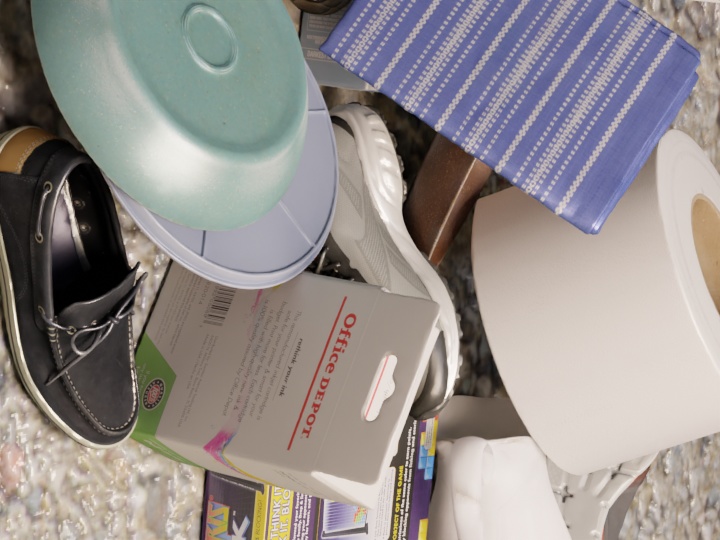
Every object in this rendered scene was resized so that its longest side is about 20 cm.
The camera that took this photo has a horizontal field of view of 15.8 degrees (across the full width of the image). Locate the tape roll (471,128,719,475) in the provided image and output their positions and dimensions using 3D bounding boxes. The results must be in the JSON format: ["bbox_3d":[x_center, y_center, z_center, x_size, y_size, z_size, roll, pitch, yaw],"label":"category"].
[{"bbox_3d":[0.179,0.022,1.728,0.203,0.139,0.203,48,32,-43],"label":"tape roll"}]

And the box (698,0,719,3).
[{"bbox_3d":[0.192,-0.285,1.733,0.102,0.112,0.200,-64,148,-30],"label":"box"}]

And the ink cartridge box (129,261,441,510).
[{"bbox_3d":[-0.034,0.064,1.481,0.067,0.199,0.118,37,70,-49],"label":"ink cartridge box"}]

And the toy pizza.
[{"bbox_3d":[-0.090,-0.082,1.462,0.200,0.032,0.201,26,53,-39],"label":"toy pizza"}]

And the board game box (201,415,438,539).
[{"bbox_3d":[-0.026,0.147,1.629,0.165,0.057,0.201,-2,100,-49],"label":"board game box"}]

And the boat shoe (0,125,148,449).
[{"bbox_3d":[-0.155,0.015,1.431,0.075,0.062,0.201,-39,128,-42],"label":"boat shoe"}]

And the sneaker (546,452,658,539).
[{"bbox_3d":[0.162,0.165,1.879,0.201,0.077,0.082,-61,165,-21],"label":"sneaker"}]

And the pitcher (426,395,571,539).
[{"bbox_3d":[0.083,0.195,1.711,0.172,0.121,0.201,-30,119,-73],"label":"pitcher"}]

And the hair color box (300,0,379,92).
[{"bbox_3d":[0.023,-0.211,1.604,0.099,0.060,0.201,0,99,-51],"label":"hair color box"}]

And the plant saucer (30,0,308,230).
[{"bbox_3d":[-0.093,-0.121,1.427,0.200,0.036,0.201,25,53,-39],"label":"plant saucer"}]

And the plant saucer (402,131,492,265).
[{"bbox_3d":[0.073,-0.088,1.649,0.201,0.034,0.200,-61,175,-8],"label":"plant saucer"}]

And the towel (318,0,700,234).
[{"bbox_3d":[0.093,-0.127,1.548,0.145,0.200,0.024,-56,180,-23],"label":"towel"}]

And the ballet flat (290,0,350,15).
[{"bbox_3d":[-0.011,-0.250,1.530,0.046,0.067,0.201,-28,134,-77],"label":"ballet flat"}]

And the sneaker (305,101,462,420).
[{"bbox_3d":[0.000,0.000,1.584,0.079,0.074,0.201,-18,82,-32],"label":"sneaker"}]
